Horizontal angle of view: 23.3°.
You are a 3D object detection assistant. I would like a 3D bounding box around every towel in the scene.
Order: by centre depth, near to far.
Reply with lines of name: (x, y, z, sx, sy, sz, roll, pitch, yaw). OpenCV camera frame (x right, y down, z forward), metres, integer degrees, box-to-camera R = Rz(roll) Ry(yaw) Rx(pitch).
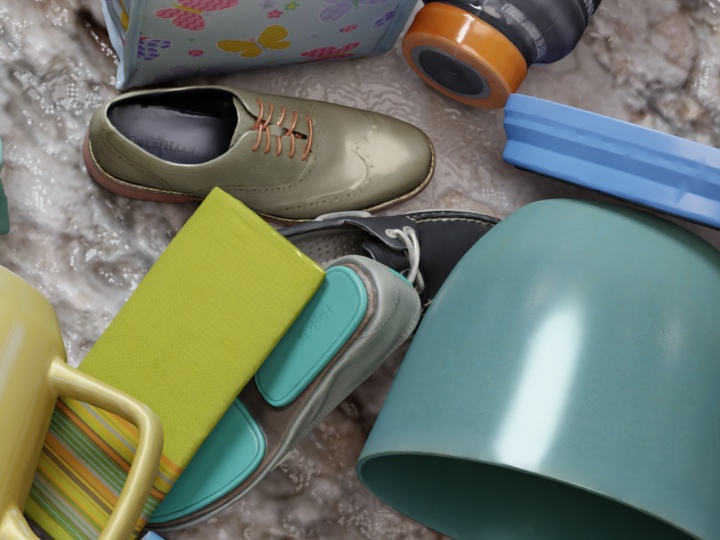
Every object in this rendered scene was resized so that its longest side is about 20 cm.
towel: (-0.104, 0.059, 0.913, 0.086, 0.018, 0.200, 38, 94, 25)

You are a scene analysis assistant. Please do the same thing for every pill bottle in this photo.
pill bottle: (0.100, -0.192, 1.009, 0.106, 0.106, 0.200, 31, 75, -3)

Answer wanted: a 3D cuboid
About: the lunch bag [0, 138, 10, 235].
lunch bag: (-0.281, -0.111, 0.913, 0.170, 0.122, 0.200, -10, 73, -12)

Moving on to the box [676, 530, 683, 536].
box: (0.283, 0.154, 1.001, 0.200, 0.048, 0.122, 32, 74, -3)

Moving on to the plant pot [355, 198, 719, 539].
plant pot: (0.116, 0.059, 0.915, 0.200, 0.201, 0.161, 20, 71, -6)

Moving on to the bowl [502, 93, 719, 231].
bowl: (0.171, -0.049, 0.948, 0.200, 0.201, 0.039, 16, 94, -7)

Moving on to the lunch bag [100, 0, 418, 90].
lunch bag: (-0.052, -0.186, 0.929, 0.169, 0.200, 0.127, -10, 81, -12)

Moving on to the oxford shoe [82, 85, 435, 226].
oxford shoe: (-0.052, -0.066, 0.969, 0.200, 0.074, 0.071, -1, 79, -11)

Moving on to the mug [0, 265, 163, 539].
mug: (-0.207, 0.080, 0.884, 0.186, 0.149, 0.153, 30, 65, -17)

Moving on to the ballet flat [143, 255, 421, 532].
ballet flat: (-0.043, 0.073, 0.931, 0.200, 0.064, 0.067, -45, 58, 18)

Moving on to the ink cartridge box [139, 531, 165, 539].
ink cartridge box: (-0.065, 0.241, 0.905, 0.200, 0.068, 0.115, 37, 74, -2)

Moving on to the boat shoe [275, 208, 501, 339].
boat shoe: (0.000, 0.000, 0.972, 0.200, 0.060, 0.074, -5, 79, -12)
